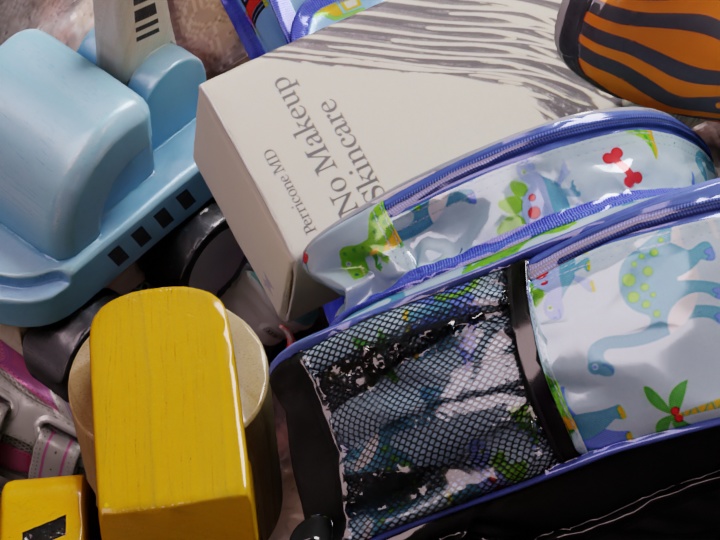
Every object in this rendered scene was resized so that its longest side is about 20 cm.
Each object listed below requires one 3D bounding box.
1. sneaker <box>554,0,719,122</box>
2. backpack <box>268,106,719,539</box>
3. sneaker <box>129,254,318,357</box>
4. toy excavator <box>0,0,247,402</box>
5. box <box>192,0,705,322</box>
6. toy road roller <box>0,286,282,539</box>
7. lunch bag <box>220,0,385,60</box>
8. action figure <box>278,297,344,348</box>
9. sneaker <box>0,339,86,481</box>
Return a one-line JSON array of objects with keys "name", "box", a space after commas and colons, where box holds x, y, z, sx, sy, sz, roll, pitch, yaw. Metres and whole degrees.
[{"name": "sneaker", "box": [0.168, -0.067, 0.734, 0.112, 0.199, 0.078, 50, 129, 47]}, {"name": "backpack", "box": [0.085, 0.030, 0.729, 0.199, 0.183, 0.148, -19, 72, 19]}, {"name": "sneaker", "box": [-0.111, -0.002, 0.963, 0.200, 0.077, 0.091, 38, 96, 38]}, {"name": "toy excavator", "box": [-0.094, -0.076, 0.831, 0.100, 0.201, 0.194, 35, 61, 24]}, {"name": "box", "box": [0.042, -0.064, 0.802, 0.199, 0.068, 0.082, -27, 75, -15]}, {"name": "toy road roller", "box": [-0.096, 0.114, 0.713, 0.145, 0.123, 0.201, -5, 50, -2]}, {"name": "lunch bag", "box": [0.036, -0.099, 0.891, 0.150, 0.094, 0.201, -17, 60, -14]}, {"name": "action figure", "box": [0.000, 0.000, 0.870, 0.065, 0.099, 0.201, -6, 59, 0]}, {"name": "sneaker", "box": [-0.138, 0.064, 0.902, 0.088, 0.082, 0.200, -28, 55, -37]}]
